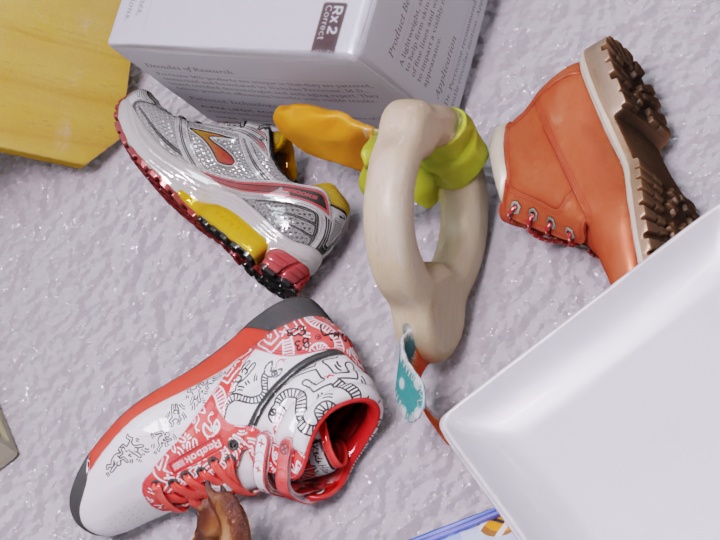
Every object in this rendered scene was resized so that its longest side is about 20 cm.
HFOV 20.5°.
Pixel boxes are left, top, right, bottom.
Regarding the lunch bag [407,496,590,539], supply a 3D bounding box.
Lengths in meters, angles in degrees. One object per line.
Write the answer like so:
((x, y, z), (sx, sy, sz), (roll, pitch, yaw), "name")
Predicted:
((0.048, 0.209, 1.057), (0.200, 0.076, 0.160), (-20, 52, 17), "lunch bag")

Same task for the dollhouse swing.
((-0.281, -0.162, 1.430), (0.182, 0.176, 0.200), (-8, 73, 53), "dollhouse swing")

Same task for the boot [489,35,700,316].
((0.135, -0.031, 1.158), (0.107, 0.075, 0.200), (-31, 48, 23), "boot")

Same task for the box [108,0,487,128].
((-0.027, -0.204, 1.292), (0.200, 0.131, 0.199), (7, 74, 33), "box")

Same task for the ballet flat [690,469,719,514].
((0.201, 0.140, 1.014), (0.072, 0.072, 0.200), (-33, 50, 9), "ballet flat")

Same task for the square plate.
((0.164, 0.085, 1.012), (0.200, 0.028, 0.198), (-38, 47, 3), "square plate")

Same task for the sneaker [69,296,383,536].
((-0.079, 0.112, 1.190), (0.201, 0.067, 0.108), (-40, 48, 0), "sneaker")

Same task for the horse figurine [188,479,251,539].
((-0.075, 0.208, 1.078), (0.200, 0.050, 0.133), (-130, 62, -75), "horse figurine")

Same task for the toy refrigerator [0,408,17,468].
((-0.301, 0.054, 1.349), (0.070, 0.076, 0.200), (-36, 50, 6), "toy refrigerator")

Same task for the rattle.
((0.000, 0.000, 1.183), (0.143, 0.130, 0.200), (4, 90, 12), "rattle")

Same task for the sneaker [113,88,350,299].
((-0.084, -0.062, 1.301), (0.200, 0.078, 0.082), (38, 81, 30), "sneaker")
